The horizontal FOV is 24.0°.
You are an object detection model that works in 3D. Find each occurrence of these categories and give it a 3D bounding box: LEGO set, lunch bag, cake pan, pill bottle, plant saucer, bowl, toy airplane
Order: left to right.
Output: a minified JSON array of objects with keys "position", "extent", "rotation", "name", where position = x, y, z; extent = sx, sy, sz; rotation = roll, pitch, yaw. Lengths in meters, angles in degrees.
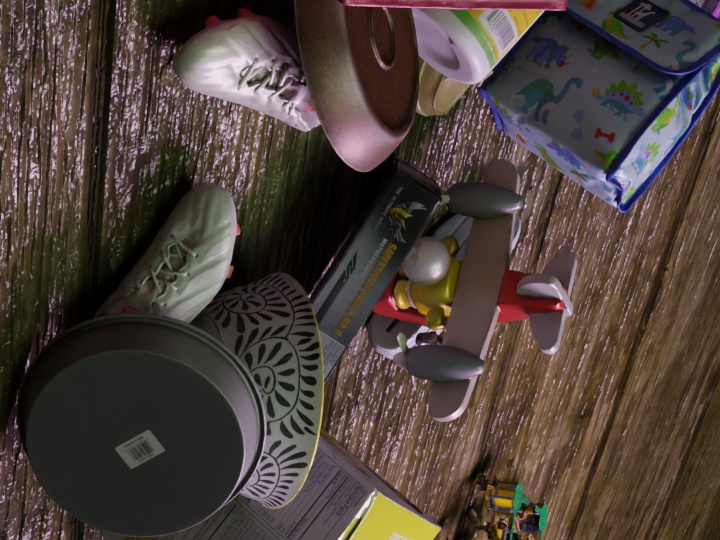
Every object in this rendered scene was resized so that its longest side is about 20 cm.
[{"position":[-0.174,0.129,1.331],"extent":[0.037,0.199,0.201],"rotation":[-89,-161,-63],"name":"cake pan"},{"position":[-0.114,0.099,1.420],"extent":[0.094,0.201,0.202],"rotation":[4,123,-25],"name":"bowl"},{"position":[0.004,-0.176,1.279],"extent":[0.200,0.034,0.202],"rotation":[-6,90,-69],"name":"plant saucer"},{"position":[0.099,0.014,1.562],"extent":[0.199,0.200,0.141],"rotation":[-44,131,14],"name":"toy airplane"},{"position":[0.160,0.344,2.198],"extent":[0.200,0.115,0.155],"rotation":[29,68,-66],"name":"LEGO set"},{"position":[0.120,-0.262,1.405],"extent":[0.200,0.111,0.111],"rotation":[-48,152,-10],"name":"pill bottle"},{"position":[0.241,-0.189,1.611],"extent":[0.200,0.170,0.127],"rotation":[-49,155,-6],"name":"lunch bag"}]

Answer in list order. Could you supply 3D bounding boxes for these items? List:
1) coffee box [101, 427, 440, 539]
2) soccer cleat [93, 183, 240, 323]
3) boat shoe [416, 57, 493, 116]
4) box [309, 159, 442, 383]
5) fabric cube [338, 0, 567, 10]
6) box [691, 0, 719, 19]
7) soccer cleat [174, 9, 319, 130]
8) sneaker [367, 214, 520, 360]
[{"position":[-0.078,0.245,1.584],"extent":[0.200,0.197,0.200],"rotation":[-52,152,-2],"name":"coffee box"},{"position":[-0.162,0.020,1.345],"extent":[0.077,0.069,0.201],"rotation":[3,122,-54],"name":"soccer cleat"},{"position":[0.115,-0.218,1.498],"extent":[0.201,0.063,0.073],"rotation":[-56,152,4],"name":"boat shoe"},{"position":[0.000,0.000,1.510],"extent":[0.201,0.048,0.158],"rotation":[-57,-178,6],"name":"box"},{"position":[0.044,-0.306,1.111],"extent":[0.195,0.200,0.200],"rotation":[-7,129,-36],"name":"fabric cube"},{"position":[0.321,-0.261,1.797],"extent":[0.200,0.036,0.143],"rotation":[0,121,-58],"name":"box"},{"position":[-0.060,-0.145,1.272],"extent":[0.069,0.078,0.200],"rotation":[-43,159,26],"name":"soccer cleat"},{"position":[0.083,0.010,1.717],"extent":[0.200,0.073,0.071],"rotation":[-42,165,-7],"name":"sneaker"}]
